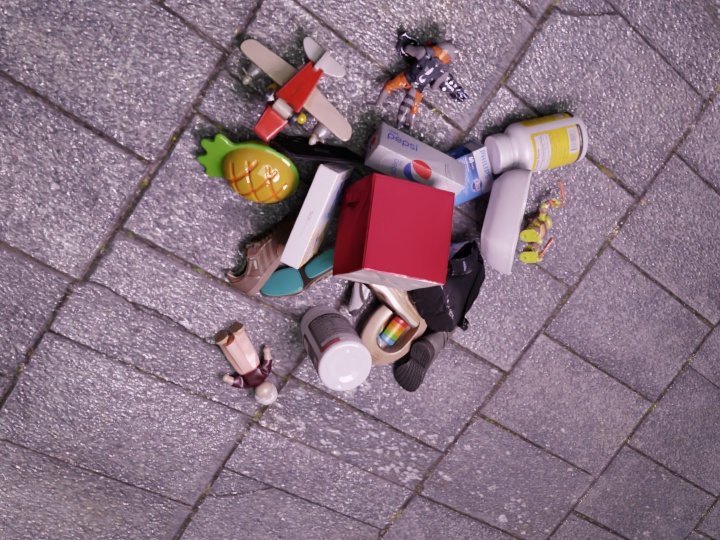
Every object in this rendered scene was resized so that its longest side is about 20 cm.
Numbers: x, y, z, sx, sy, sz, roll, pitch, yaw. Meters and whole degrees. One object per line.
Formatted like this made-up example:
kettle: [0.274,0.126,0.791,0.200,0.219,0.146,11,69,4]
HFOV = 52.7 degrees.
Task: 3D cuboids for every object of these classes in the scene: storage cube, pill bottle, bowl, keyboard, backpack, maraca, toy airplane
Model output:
storage cube: [0.059,-0.067,1.404,0.199,0.171,0.181,10,81,-21]
pill bottle: [0.371,-0.267,1.552,0.199,0.111,0.112,-13,116,-12]
bowl: [0.304,-0.105,1.539,0.074,0.200,0.201,13,77,14]
keyboard: [-0.091,-0.232,1.402,0.199,0.127,0.021,-1,121,-44]
backpack: [0.189,0.016,1.563,0.200,0.126,0.168,-50,134,-44]
maraca: [-0.214,-0.196,1.392,0.199,0.107,0.137,20,138,-10]
toy airplane: [-0.123,-0.332,1.363,0.198,0.141,0.201,-6,78,-27]
pill bottle: [-0.058,0.157,1.541,0.113,0.200,0.115,-7,114,-16]

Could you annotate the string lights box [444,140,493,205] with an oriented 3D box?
string lights box: [0.180,-0.189,1.551,0.199,0.059,0.103,-23,118,-8]

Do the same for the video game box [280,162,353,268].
video game box: [-0.083,-0.116,1.428,0.047,0.182,0.201,25,105,5]

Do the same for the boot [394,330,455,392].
boot: [0.161,0.197,1.697,0.130,0.068,0.200,-35,160,-38]

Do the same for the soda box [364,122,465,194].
soda box: [0.110,-0.211,1.443,0.199,0.069,0.063,24,141,-18]

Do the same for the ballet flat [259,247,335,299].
ballet flat: [-0.113,0.015,1.534,0.199,0.068,0.075,-25,157,10]

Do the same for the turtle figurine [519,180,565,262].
turtle figurine: [0.400,-0.096,1.637,0.064,0.161,0.201,22,125,19]

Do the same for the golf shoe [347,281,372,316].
golf shoe: [0.000,0.000,1.575,0.094,0.078,0.201,21,103,-7]

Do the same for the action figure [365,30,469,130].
action figure: [0.135,-0.364,1.440,0.199,0.105,0.194,29,111,-23]

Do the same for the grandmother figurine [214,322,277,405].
grandmother figurine: [-0.244,0.214,1.586,0.121,0.061,0.201,-27,116,4]

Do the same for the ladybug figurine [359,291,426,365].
ladybug figurine: [0.070,0.126,1.642,0.136,0.072,0.200,39,96,-29]

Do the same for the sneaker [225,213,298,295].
sneaker: [-0.197,-0.042,1.485,0.075,0.070,0.201,32,98,-22]

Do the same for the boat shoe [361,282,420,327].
boat shoe: [0.072,0.038,1.527,0.076,0.072,0.200,-48,120,-8]
